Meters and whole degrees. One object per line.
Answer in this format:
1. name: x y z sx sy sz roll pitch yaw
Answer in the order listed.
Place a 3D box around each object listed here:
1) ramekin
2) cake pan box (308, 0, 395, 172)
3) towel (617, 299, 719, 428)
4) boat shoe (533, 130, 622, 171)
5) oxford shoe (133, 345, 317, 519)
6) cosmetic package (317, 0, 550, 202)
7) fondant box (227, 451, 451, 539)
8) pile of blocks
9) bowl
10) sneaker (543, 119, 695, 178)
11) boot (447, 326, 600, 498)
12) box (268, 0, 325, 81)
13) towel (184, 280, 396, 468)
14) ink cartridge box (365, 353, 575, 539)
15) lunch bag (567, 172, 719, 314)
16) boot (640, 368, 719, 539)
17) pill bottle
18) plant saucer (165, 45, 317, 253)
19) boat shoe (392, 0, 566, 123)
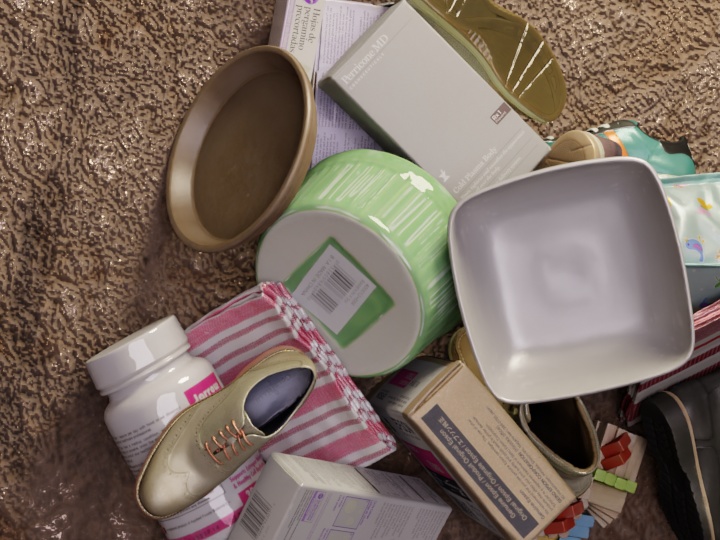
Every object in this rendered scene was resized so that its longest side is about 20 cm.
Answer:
1. ramekin: 0.000 0.000 1.559 0.201 0.200 0.098 54 40 -7
2. cake pan box: 0.038 -0.162 1.652 0.183 0.052 0.202 3 89 -14
3. towel: 0.323 0.081 1.646 0.143 0.200 0.023 -24 65 -11
4. boat shoe: 0.179 -0.057 1.631 0.064 0.200 0.072 2 49 -38
5. oxford shoe: -0.119 0.140 1.486 0.200 0.074 0.071 -46 100 -8
6. cosmetic package: 0.067 -0.145 1.591 0.200 0.090 0.107 43 85 -12
7. fondant box: -0.027 0.254 1.564 0.199 0.058 0.145 17 105 -42
8. pile of blocks: 0.218 0.235 1.681 0.082 0.062 0.200 44 82 -8
9. bowl: 0.185 0.005 1.505 0.198 0.075 0.201 -13 98 9
10. sneaker: 0.234 -0.111 1.691 0.198 0.071 0.080 9 68 -6
11. boot: 0.155 0.120 1.605 0.072 0.155 0.201 -34 76 -6
12. box: -0.071 -0.177 1.614 0.038 0.041 0.202 8 97 -23
13. towel: -0.073 0.115 1.587 0.201 0.146 0.030 54 40 -7
14. ink cartridge box: 0.097 0.163 1.584 0.075 0.200 0.165 -43 97 -8
15. lunch bag: 0.270 -0.011 1.631 0.198 0.171 0.123 -4 65 -11
16. boot: 0.366 0.186 1.689 0.138 0.077 0.201 -26 121 -18
17. pill bottle: -0.166 0.151 1.572 0.113 0.113 0.201 -29 96 -11
18. plant saucer: -0.107 -0.108 1.560 0.029 0.199 0.201 24 84 -40
19. boat shoe: 0.113 -0.214 1.623 0.200 0.063 0.073 38 65 -16
